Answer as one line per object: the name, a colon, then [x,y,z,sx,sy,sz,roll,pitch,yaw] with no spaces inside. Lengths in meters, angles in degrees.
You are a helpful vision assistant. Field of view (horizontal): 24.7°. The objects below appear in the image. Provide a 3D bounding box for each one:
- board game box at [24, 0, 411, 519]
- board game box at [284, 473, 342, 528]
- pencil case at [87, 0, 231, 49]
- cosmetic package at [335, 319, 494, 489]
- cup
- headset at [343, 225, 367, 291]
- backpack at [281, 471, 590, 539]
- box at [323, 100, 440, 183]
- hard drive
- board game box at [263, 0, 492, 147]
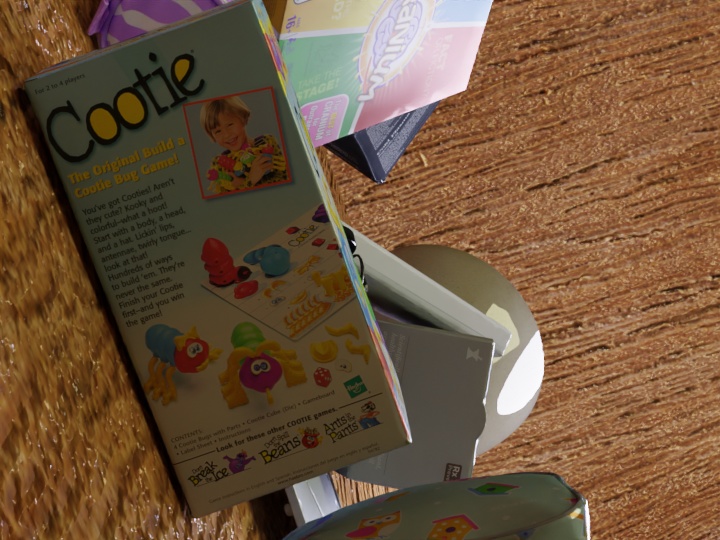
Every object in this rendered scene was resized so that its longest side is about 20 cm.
board game box: [-0.060,-0.011,0.736,0.103,0.104,0.201,-99,170,-78]
board game box: [-0.040,0.125,0.981,0.200,0.026,0.201,56,15,-80]
pencil case: [-0.115,-0.166,0.981,0.085,0.084,0.200,28,17,-19]
cosmetic package: [0.023,0.090,1.110,0.200,0.090,0.107,148,-48,-82]
cup: [0.042,0.093,1.425,0.143,0.199,0.201,-37,109,-60]
headset: [-0.037,0.032,0.936,0.200,0.093,0.124,-41,117,-71]
backpack: [0.038,0.169,0.711,0.200,0.175,0.154,78,-3,-81]
box: [-0.043,-0.178,1.264,0.200,0.104,0.182,36,-3,10]
hard drive: [0.000,0.000,1.126,0.132,0.026,0.200,20,-7,43]
board game box: [0.005,-0.161,1.057,0.040,0.199,0.153,42,-42,28]
